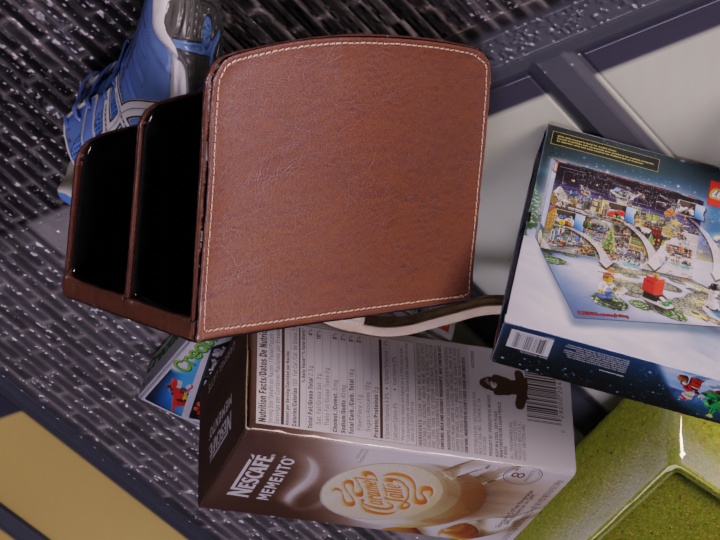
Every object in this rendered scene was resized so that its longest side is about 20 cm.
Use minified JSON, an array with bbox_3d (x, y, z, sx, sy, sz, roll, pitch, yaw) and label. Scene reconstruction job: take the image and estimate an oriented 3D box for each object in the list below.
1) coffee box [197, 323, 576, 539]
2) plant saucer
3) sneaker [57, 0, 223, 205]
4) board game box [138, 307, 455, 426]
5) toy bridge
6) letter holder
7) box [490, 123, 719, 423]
[{"bbox_3d":[0.013,0.096,1.287,0.199,0.080,0.114,9,148,-15],"label":"coffee box"},{"bbox_3d":[0.204,0.179,1.353,0.200,0.048,0.200,33,123,-13],"label":"plant saucer"},{"bbox_3d":[-0.120,-0.083,1.171,0.077,0.076,0.200,18,139,0],"label":"sneaker"},{"bbox_3d":[-0.042,0.051,1.349,0.126,0.035,0.200,27,142,-15],"label":"board game box"},{"bbox_3d":[0.000,0.000,1.238,0.199,0.027,0.068,12,107,-2],"label":"toy bridge"},{"bbox_3d":[-0.038,-0.054,1.100,0.100,0.199,0.143,16,106,41],"label":"letter holder"},{"bbox_3d":[0.177,0.010,1.130,0.199,0.137,0.038,16,142,1],"label":"box"}]
